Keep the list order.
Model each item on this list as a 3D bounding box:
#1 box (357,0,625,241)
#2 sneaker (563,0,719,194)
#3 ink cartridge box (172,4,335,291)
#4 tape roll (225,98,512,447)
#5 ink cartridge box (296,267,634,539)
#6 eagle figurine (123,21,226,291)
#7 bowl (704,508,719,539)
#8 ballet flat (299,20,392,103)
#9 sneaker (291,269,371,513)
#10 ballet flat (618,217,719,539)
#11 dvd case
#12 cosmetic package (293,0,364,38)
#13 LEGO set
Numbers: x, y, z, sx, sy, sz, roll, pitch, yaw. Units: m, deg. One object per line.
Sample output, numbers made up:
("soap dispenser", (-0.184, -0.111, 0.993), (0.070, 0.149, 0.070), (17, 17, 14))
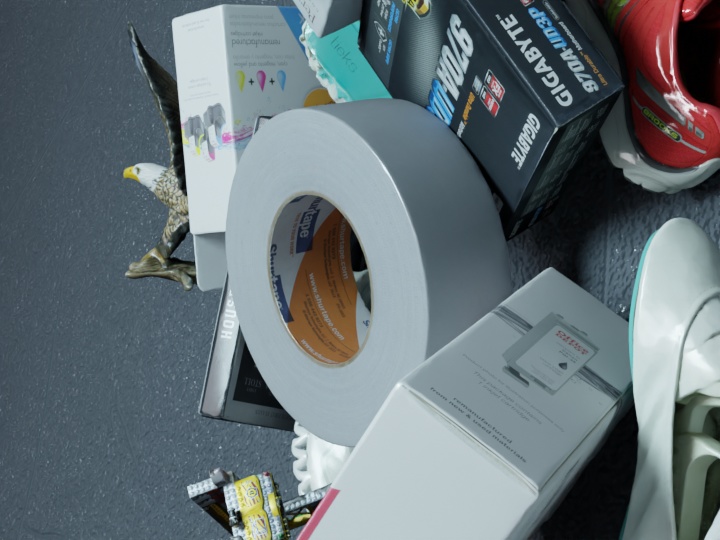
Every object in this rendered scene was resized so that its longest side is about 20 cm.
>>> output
("box", (0.063, -0.115, 0.856), (0.159, 0.046, 0.200), (56, 168, 11))
("sneaker", (0.167, -0.141, 0.833), (0.085, 0.077, 0.201), (-34, 59, 44))
("ink cartridge box", (-0.067, -0.090, 1.133), (0.068, 0.115, 0.202), (-2, 94, 49))
("tape roll", (0.000, 0.000, 0.915), (0.200, 0.066, 0.202), (21, 116, 50))
("ink cartridge box", (0.058, 0.100, 0.772), (0.083, 0.200, 0.147), (37, 118, 13))
("eagle figurine", (-0.129, -0.087, 1.223), (0.152, 0.150, 0.202), (-104, 26, -87))
("bowl", (0.197, 0.136, 0.621), (0.201, 0.094, 0.202), (-35, 47, 50))
("ballet flat", (0.033, -0.097, 1.021), (0.072, 0.072, 0.201), (-40, 77, 47))
("sneaker", (0.005, 0.087, 1.015), (0.081, 0.075, 0.201), (-22, 59, 44))
("ballet flat", (0.165, 0.076, 0.738), (0.069, 0.069, 0.202), (6, 90, 61))
("dvd case", (-0.045, 0.009, 1.064), (0.025, 0.150, 0.202), (7, 84, 29))
("cosmetic package", (-0.007, -0.227, 0.857), (0.102, 0.074, 0.200), (56, 159, 13))
("LEGO set", (-0.020, 0.183, 0.891), (0.153, 0.116, 0.201), (-13, 60, 11))
